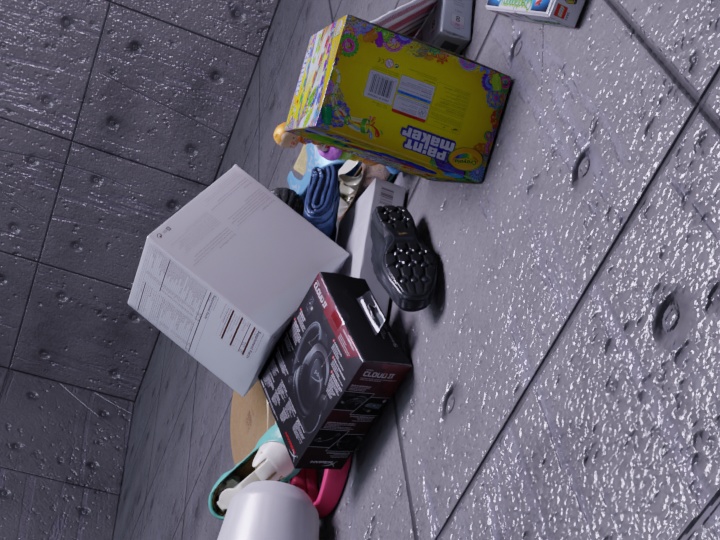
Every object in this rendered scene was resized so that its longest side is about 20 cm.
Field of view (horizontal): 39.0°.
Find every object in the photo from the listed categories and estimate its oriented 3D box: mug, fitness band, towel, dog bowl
[{"bbox_3d":[-0.120,0.352,1.246,0.187,0.147,0.155,130,153,-52],"label":"mug"},{"bbox_3d":[-0.051,0.232,1.343,0.201,0.037,0.145,-103,35,-58],"label":"fitness band"},{"bbox_3d":[-0.059,-0.042,1.450,0.202,0.048,0.113,98,-179,-46],"label":"towel"},{"bbox_3d":[0.014,-0.284,1.332,0.146,0.030,0.200,-38,-7,-37],"label":"towel"},{"bbox_3d":[-0.044,-0.145,1.573,0.200,0.109,0.050,132,138,-57],"label":"dog bowl"}]

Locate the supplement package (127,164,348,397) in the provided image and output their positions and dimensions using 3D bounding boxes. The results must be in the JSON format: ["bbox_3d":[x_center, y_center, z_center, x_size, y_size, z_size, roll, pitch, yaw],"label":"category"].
[{"bbox_3d":[-0.160,0.011,1.329,0.191,0.199,0.148,-46,-9,-42],"label":"supplement package"}]

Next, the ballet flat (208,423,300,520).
[{"bbox_3d":[-0.128,0.263,1.314,0.200,0.067,0.070,-44,3,25],"label":"ballet flat"}]

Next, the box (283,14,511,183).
[{"bbox_3d":[0.036,-0.190,1.163,0.192,0.197,0.124,-156,83,-75],"label":"box"}]

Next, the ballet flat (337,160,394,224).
[{"bbox_3d":[-0.008,-0.124,1.491,0.200,0.066,0.069,126,155,-51],"label":"ballet flat"}]

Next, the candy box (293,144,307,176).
[{"bbox_3d":[-0.030,-0.248,1.636,0.116,0.055,0.202,-49,-11,-53],"label":"candy box"}]

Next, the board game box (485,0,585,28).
[{"bbox_3d":[0.195,-0.323,1.051,0.200,0.034,0.128,-123,52,-70],"label":"board game box"}]

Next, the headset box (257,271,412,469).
[{"bbox_3d":[-0.031,0.113,1.209,0.201,0.076,0.150,-58,42,28],"label":"headset box"}]

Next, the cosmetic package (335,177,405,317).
[{"bbox_3d":[0.000,0.000,1.366,0.151,0.051,0.203,139,144,-61],"label":"cosmetic package"}]

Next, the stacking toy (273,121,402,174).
[{"bbox_3d":[-0.023,-0.183,1.321,0.111,0.197,0.117,65,147,24],"label":"stacking toy"}]

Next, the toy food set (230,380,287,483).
[{"bbox_3d":[-0.135,0.212,1.425,0.201,0.048,0.201,-123,44,-54],"label":"toy food set"}]

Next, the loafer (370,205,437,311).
[{"bbox_3d":[0.049,-0.006,1.193,0.202,0.067,0.072,-106,17,-58],"label":"loafer"}]

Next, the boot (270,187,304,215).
[{"bbox_3d":[-0.117,-0.069,1.507,0.212,0.078,0.160,108,178,-54],"label":"boot"}]

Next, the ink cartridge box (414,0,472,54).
[{"bbox_3d":[0.101,-0.348,1.380,0.163,0.056,0.203,132,146,-58],"label":"ink cartridge box"}]
